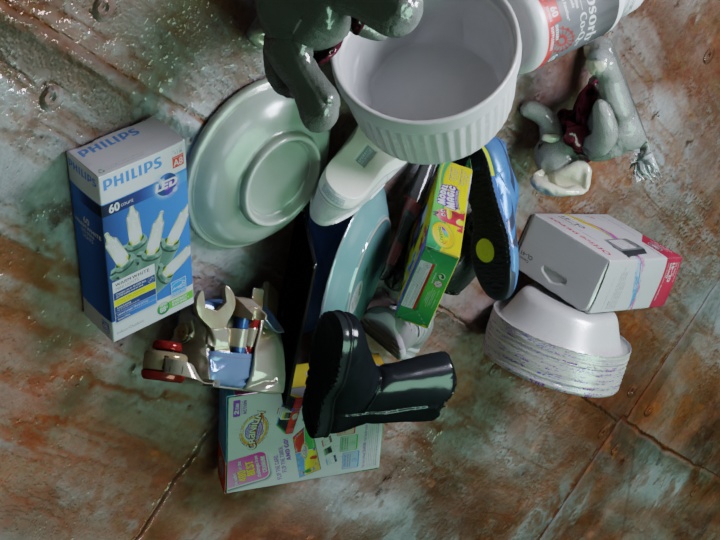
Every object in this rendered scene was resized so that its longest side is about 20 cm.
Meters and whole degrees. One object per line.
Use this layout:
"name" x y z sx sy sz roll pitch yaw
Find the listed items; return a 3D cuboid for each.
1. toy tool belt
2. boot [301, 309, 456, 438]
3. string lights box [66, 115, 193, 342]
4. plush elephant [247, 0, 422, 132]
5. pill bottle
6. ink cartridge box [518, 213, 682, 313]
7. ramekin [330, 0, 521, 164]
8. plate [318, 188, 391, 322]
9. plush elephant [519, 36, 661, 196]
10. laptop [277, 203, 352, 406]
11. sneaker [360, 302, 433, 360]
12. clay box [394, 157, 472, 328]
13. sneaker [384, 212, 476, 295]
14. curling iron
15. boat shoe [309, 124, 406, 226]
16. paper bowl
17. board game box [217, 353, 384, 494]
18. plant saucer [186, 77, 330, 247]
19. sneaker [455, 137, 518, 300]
"toy tool belt" -0.157 0.064 1.621 0.199 0.124 0.125 13 81 -54
"boot" 0.028 0.108 1.691 0.166 0.077 0.201 -9 140 -20
"string lights box" -0.224 -0.040 1.480 0.102 0.059 0.202 -28 137 -31
"plush elephant" -0.036 -0.254 1.443 0.165 0.199 0.155 -55 171 25
"pill bottle" 0.234 -0.314 1.746 0.199 0.115 0.117 -29 139 -32
"ink cartridge box" 0.331 -0.013 2.089 0.199 0.147 0.087 -1 118 -50
"ramekin" 0.072 -0.207 1.581 0.200 0.200 0.105 -43 154 -15
"plate" 0.000 0.000 1.738 0.200 0.025 0.203 20 89 -79
"plush elephant" 0.275 -0.179 1.900 0.153 0.165 0.202 -21 109 13
"laptop" -0.030 0.024 1.724 0.114 0.201 0.189 5 121 -12
"sneaker" 0.050 0.058 1.856 0.082 0.074 0.200 -52 170 0
"clay box" 0.088 -0.042 1.776 0.201 0.047 0.116 -79 -171 -51
"sneaker" 0.106 -0.002 1.900 0.198 0.076 0.092 -20 139 -37
"curling iron" 0.060 -0.075 1.778 0.050 0.025 0.202 115 -7 -81
"boat shoe" 0.004 -0.111 1.663 0.069 0.072 0.201 -49 -175 41
"paper bowl" 0.273 0.087 2.058 0.199 0.200 0.106 -2 115 -49
"board game box" -0.070 0.182 1.796 0.197 0.040 0.155 -7 126 -17
"plant saucer" -0.096 -0.105 1.588 0.199 0.050 0.202 -31 139 -31
"sneaker" 0.174 -0.067 1.858 0.078 0.065 0.203 -11 91 -46
